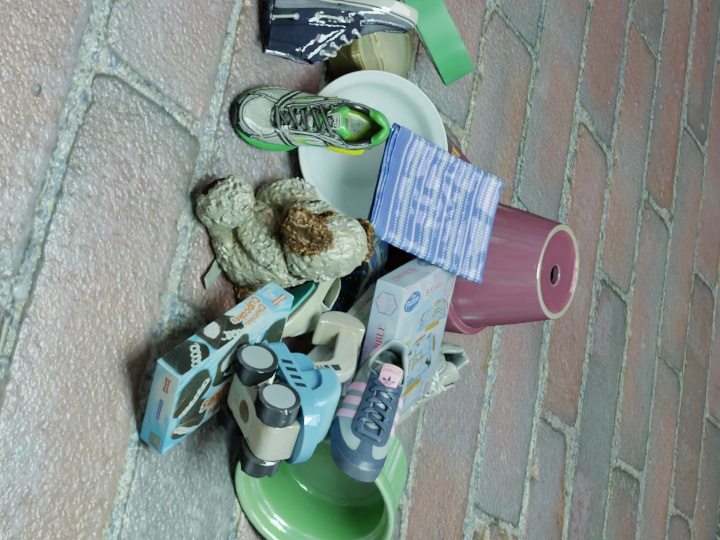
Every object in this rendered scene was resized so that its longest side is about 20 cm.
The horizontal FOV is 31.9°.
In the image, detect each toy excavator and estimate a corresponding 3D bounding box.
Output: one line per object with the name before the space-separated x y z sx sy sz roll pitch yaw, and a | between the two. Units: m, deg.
toy excavator | -0.059 0.127 1.404 0.197 0.195 0.101 -1 128 -30

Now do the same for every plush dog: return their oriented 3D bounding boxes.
plush dog | -0.074 -0.030 1.449 0.199 0.170 0.163 -3 92 -59

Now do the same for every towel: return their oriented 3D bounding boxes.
towel | 0.097 -0.083 1.583 0.198 0.024 0.147 23 73 -34

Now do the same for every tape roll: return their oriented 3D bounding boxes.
tape roll | 0.091 -0.355 1.742 0.202 0.048 0.201 61 6 -11

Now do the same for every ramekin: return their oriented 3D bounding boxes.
ramekin | -0.040 0.242 1.487 0.098 0.197 0.202 -56 135 -52

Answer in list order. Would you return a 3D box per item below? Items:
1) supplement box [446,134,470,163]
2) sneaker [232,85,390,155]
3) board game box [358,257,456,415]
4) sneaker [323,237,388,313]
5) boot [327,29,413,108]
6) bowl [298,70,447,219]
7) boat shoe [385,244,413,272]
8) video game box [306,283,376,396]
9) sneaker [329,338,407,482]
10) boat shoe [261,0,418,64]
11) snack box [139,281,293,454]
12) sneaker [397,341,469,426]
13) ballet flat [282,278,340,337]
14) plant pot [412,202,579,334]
supplement box | 0.117 -0.108 1.845 0.200 0.085 0.112 41 56 -50
sneaker | -0.057 -0.184 1.509 0.197 0.085 0.079 1 88 -20
board game box | 0.058 0.087 1.613 0.200 0.041 0.202 -27 132 -63
sneaker | 0.000 0.000 1.661 0.077 0.075 0.202 45 54 -43
boot | 0.008 -0.328 1.684 0.156 0.072 0.202 -49 128 -49
bowl | 0.005 -0.151 1.624 0.198 0.090 0.205 0 90 -18
boat shoe | 0.086 0.003 1.811 0.201 0.071 0.072 57 45 -32
video game box | -0.014 0.147 1.603 0.182 0.046 0.202 -44 146 -45
sneaker | 0.014 0.148 1.402 0.201 0.069 0.083 -79 -164 -59
boat shoe | -0.029 -0.294 1.552 0.075 0.197 0.094 171 -73 -80
snack box | -0.155 0.104 1.378 0.200 0.037 0.117 -37 153 -47
sneaker | 0.087 0.156 1.786 0.200 0.091 0.077 -49 129 -47
ballet flat | -0.062 0.035 1.546 0.201 0.069 0.070 -61 138 -49
plant pot | 0.196 -0.007 1.738 0.199 0.177 0.203 -13 106 -54
